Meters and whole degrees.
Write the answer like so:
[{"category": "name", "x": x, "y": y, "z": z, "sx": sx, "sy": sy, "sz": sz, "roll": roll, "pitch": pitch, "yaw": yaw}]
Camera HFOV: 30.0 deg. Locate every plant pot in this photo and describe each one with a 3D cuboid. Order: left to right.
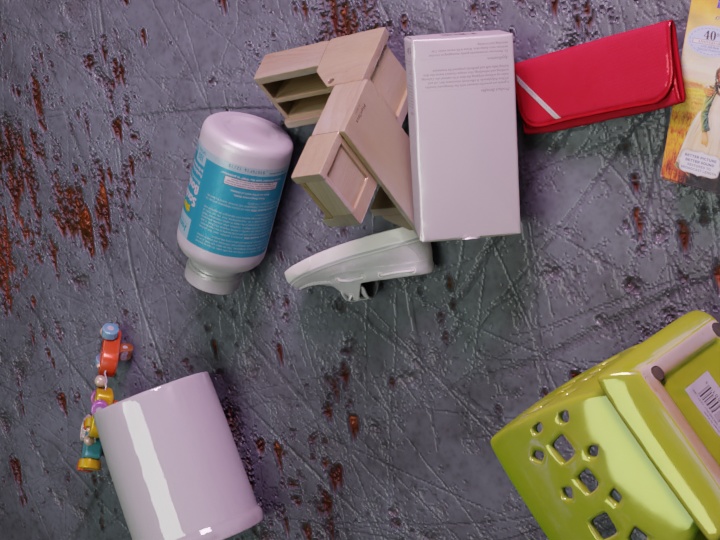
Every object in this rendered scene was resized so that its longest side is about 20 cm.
[{"category": "plant pot", "x": 0.275, "y": 0.165, "z": 1.234, "sx": 0.201, "sy": 0.198, "sz": 0.181, "roll": 56, "pitch": 137, "yaw": 10}]

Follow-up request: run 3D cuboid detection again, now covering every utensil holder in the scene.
[{"category": "utensil holder", "x": -0.230, "y": 0.248, "z": 1.687, "sx": 0.169, "sy": 0.169, "sz": 0.202, "roll": -23, "pitch": 84, "yaw": 39}]

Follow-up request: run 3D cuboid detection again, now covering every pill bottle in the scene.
[{"category": "pill bottle", "x": -0.153, "y": -0.076, "z": 1.581, "sx": 0.110, "sy": 0.110, "sz": 0.202, "roll": 31, "pitch": 118, "yaw": 28}]

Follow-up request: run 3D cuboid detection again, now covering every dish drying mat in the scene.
[{"category": "dish drying mat", "x": 0.225, "y": -0.182, "z": 1.292, "sx": 0.199, "sy": 0.018, "sz": 0.078, "roll": -7, "pitch": 92, "yaw": 52}]

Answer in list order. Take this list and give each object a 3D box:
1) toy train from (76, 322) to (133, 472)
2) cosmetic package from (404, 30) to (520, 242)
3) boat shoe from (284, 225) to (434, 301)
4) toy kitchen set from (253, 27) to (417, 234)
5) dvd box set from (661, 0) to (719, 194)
[{"category": "toy train", "x": -0.341, "y": 0.180, "z": 1.818, "sx": 0.151, "sy": 0.055, "sz": 0.202, "roll": -99, "pitch": 22, "yaw": -54}, {"category": "cosmetic package", "x": 0.102, "y": -0.137, "z": 1.358, "sx": 0.106, "sy": 0.085, "sz": 0.203, "roll": -3, "pitch": 102, "yaw": -3}, {"category": "boat shoe", "x": 0.000, "y": 0.000, "z": 1.515, "sx": 0.198, "sy": 0.072, "sz": 0.069, "roll": -18, "pitch": 90, "yaw": 30}, {"category": "toy kitchen set", "x": -0.029, "y": -0.120, "z": 1.452, "sx": 0.179, "sy": 0.202, "sz": 0.163, "roll": -5, "pitch": 140, "yaw": 38}, {"category": "dvd box set", "x": 0.356, "y": -0.164, "z": 1.205, "sx": 0.145, "sy": 0.029, "sz": 0.203, "roll": 20, "pitch": 114, "yaw": 33}]
